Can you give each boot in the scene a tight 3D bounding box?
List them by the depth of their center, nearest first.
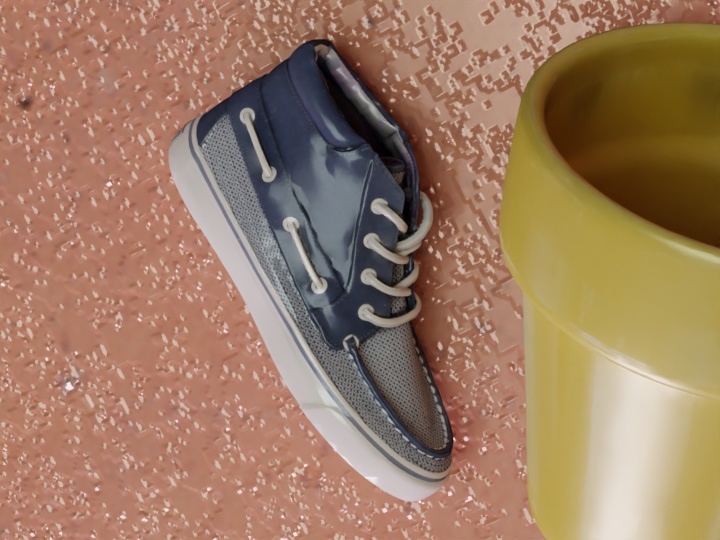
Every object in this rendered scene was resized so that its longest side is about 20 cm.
[{"bbox_3d":[0.000,0.000,1.287,0.090,0.073,0.200,-35,88,28],"label":"boot"}]

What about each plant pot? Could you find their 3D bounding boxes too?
[{"bbox_3d":[0.147,0.027,1.186,0.200,0.201,0.190,19,122,15],"label":"plant pot"}]
